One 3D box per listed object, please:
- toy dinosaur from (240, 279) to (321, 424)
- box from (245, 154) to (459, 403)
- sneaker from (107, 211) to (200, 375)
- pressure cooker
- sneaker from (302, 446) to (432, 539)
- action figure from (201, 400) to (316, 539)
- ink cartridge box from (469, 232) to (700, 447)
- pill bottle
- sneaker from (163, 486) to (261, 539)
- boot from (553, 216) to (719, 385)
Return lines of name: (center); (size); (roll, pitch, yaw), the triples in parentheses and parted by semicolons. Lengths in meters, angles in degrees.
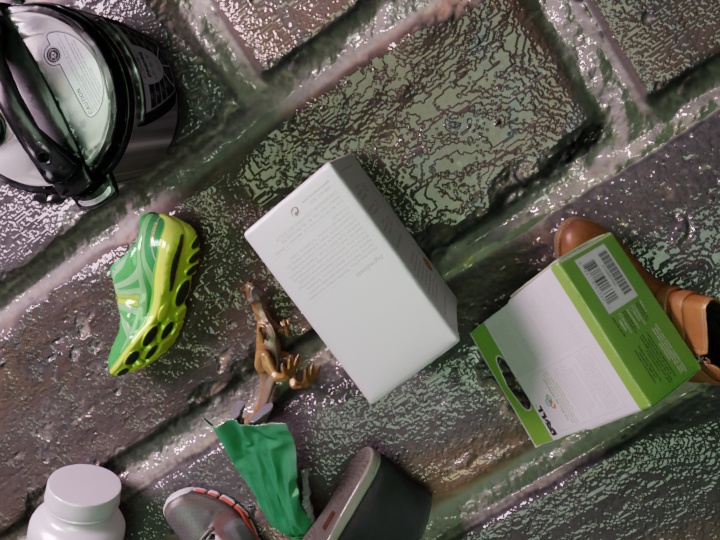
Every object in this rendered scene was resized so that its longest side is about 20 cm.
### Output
toy dinosaur: (-0.102, 0.110, 0.839); (0.105, 0.060, 0.205); (18, 111, 40)
box: (0.000, 0.000, 0.735); (0.106, 0.152, 0.201); (-35, 95, 12)
sneaker: (-0.241, 0.027, 0.832); (0.083, 0.074, 0.203); (33, 109, 25)
pressure cooker: (-0.285, -0.161, 0.715); (0.173, 0.200, 0.182); (21, 103, 3)
sneaker: (-0.001, 0.312, 0.821); (0.105, 0.075, 0.202); (35, 83, -13)
action figure: (-0.095, 0.242, 0.843); (0.116, 0.055, 0.203); (1, 121, 33)
ink cartridge box: (0.208, 0.077, 0.732); (0.075, 0.200, 0.150); (-25, 77, -25)
pill bottle: (-0.345, 0.344, 0.881); (0.110, 0.112, 0.204); (15, 103, 4)
sneaker: (-0.156, 0.339, 0.871); (0.199, 0.082, 0.077); (40, 104, -2)
boot: (0.279, 0.030, 0.706); (0.076, 0.155, 0.202); (-35, 96, -5)
